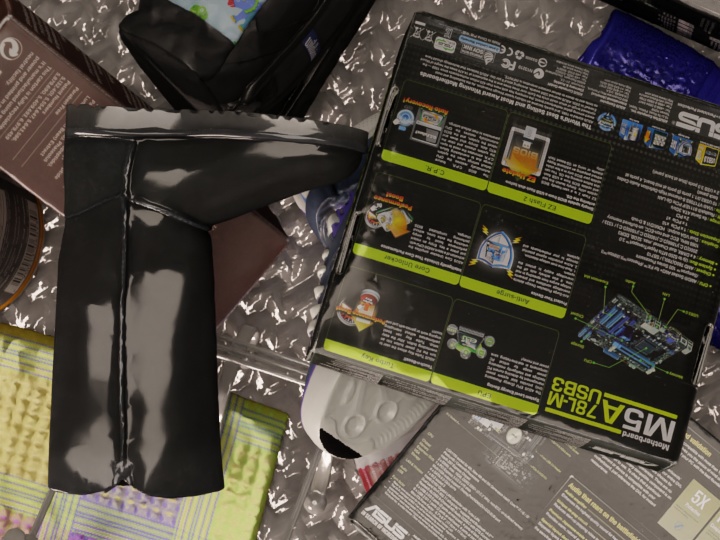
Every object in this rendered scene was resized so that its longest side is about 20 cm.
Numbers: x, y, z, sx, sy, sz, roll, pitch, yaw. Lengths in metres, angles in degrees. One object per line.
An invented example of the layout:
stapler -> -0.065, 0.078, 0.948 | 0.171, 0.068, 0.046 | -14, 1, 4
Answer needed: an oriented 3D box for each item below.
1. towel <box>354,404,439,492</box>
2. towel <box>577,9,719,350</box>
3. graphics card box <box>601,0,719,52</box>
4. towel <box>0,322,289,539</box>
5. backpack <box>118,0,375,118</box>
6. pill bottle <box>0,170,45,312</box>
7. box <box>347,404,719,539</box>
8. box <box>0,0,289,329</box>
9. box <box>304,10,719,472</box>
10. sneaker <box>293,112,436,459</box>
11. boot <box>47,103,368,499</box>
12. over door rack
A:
towel -> 0.072, 0.107, 1.277 | 0.144, 0.023, 0.200 | -22, 85, 5
towel -> 0.191, -0.043, 1.261 | 0.200, 0.050, 0.148 | 30, 90, 7
graphics card box -> 0.206, -0.150, 1.228 | 0.200, 0.125, 0.051 | 23, 92, 7
towel -> -0.153, 0.120, 1.299 | 0.200, 0.023, 0.144 | 15, 87, 6
backpack -> -0.048, -0.178, 1.245 | 0.154, 0.163, 0.200 | 41, 84, 21
pill bottle -> -0.251, -0.030, 1.229 | 0.116, 0.200, 0.117 | 0, 85, 6
box -> 0.121, 0.135, 1.216 | 0.200, 0.086, 0.164 | 39, 92, 6
box -> -0.141, -0.062, 1.233 | 0.200, 0.100, 0.075 | 37, 95, -18
box -> 0.093, -0.015, 1.160 | 0.200, 0.048, 0.193 | 17, 80, -3
sneaker -> 0.000, 0.000, 1.248 | 0.146, 0.081, 0.200 | 22, 78, 49
boot -> -0.081, 0.019, 1.148 | 0.165, 0.066, 0.200 | 3, 90, 13
over door rack -> -0.096, 0.115, 1.226 | 0.148, 0.067, 0.200 | 17, 53, 9
